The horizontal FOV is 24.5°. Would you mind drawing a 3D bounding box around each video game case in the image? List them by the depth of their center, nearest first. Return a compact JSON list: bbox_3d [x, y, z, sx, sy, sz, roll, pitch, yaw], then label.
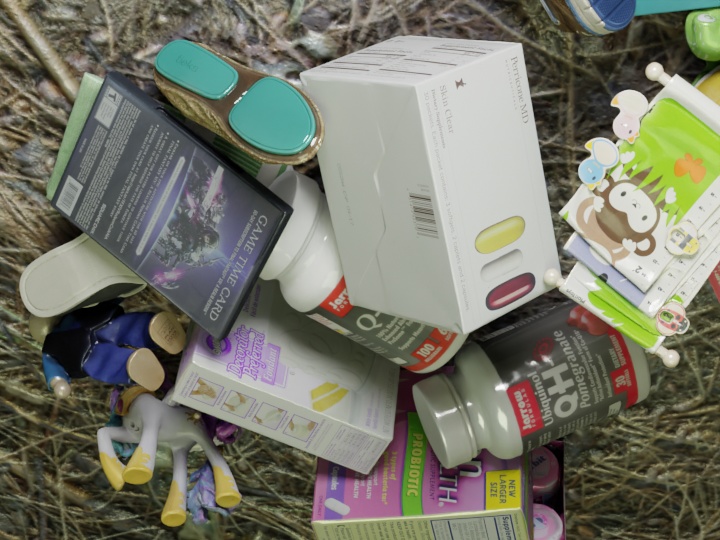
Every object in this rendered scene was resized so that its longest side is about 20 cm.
[{"bbox_3d":[-0.164,-0.054,1.410,0.199,0.019,0.144,37,120,12],"label":"video game case"}]

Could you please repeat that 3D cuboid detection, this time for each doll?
[{"bbox_3d":[-0.242,0.059,1.544,0.199,0.137,0.048,6,150,46],"label":"doll"}]

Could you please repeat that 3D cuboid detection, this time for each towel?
[{"bbox_3d":[-0.170,-0.084,1.480,0.198,0.024,0.153,21,130,-10],"label":"towel"}]

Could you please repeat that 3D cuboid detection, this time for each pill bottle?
[{"bbox_3d":[0.000,0.000,1.462,0.199,0.117,0.116,28,129,-23],"label":"pill bottle"},{"bbox_3d":[0.152,0.102,1.498,0.198,0.111,0.111,-23,130,-9],"label":"pill bottle"}]

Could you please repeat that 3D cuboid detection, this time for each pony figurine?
[{"bbox_3d":[-0.172,0.146,1.592,0.192,0.201,0.167,20,126,-32],"label":"pony figurine"}]

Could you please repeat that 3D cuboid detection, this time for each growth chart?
[{"bbox_3d":[0.226,-0.044,1.273,0.144,0.018,0.201,28,106,4],"label":"growth chart"}]

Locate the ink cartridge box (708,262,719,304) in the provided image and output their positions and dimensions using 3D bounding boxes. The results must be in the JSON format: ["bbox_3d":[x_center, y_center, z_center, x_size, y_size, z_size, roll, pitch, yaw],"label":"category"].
[{"bbox_3d":[0.406,-0.015,1.431,0.198,0.083,0.147,-18,127,21],"label":"ink cartridge box"}]

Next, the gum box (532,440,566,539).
[{"bbox_3d":[0.166,0.279,1.637,0.065,0.201,0.114,3,133,3],"label":"gum box"}]

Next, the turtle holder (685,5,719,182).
[{"bbox_3d":[0.318,-0.112,1.313,0.139,0.132,0.188,7,106,10],"label":"turtle holder"}]

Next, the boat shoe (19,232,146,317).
[{"bbox_3d":[-0.213,-0.011,1.492,0.199,0.060,0.074,-27,86,22],"label":"boat shoe"}]

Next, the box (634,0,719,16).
[{"bbox_3d":[0.301,-0.250,1.260,0.198,0.049,0.083,-5,131,12],"label":"box"}]

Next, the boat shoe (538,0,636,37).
[{"bbox_3d":[0.129,-0.260,1.250,0.072,0.072,0.201,-9,116,52],"label":"boat shoe"}]

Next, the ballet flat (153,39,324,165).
[{"bbox_3d":[-0.090,-0.128,1.352,0.071,0.200,0.065,-44,142,-11],"label":"ballet flat"}]

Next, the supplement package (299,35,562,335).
[{"bbox_3d":[0.057,-0.073,1.318,0.155,0.110,0.202,14,123,52],"label":"supplement package"}]

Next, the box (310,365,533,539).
[{"bbox_3d":[0.063,0.190,1.584,0.198,0.177,0.097,-4,136,11],"label":"box"}]

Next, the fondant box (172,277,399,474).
[{"bbox_3d":[-0.063,0.086,1.532,0.198,0.145,0.058,21,131,-12],"label":"fondant box"}]
